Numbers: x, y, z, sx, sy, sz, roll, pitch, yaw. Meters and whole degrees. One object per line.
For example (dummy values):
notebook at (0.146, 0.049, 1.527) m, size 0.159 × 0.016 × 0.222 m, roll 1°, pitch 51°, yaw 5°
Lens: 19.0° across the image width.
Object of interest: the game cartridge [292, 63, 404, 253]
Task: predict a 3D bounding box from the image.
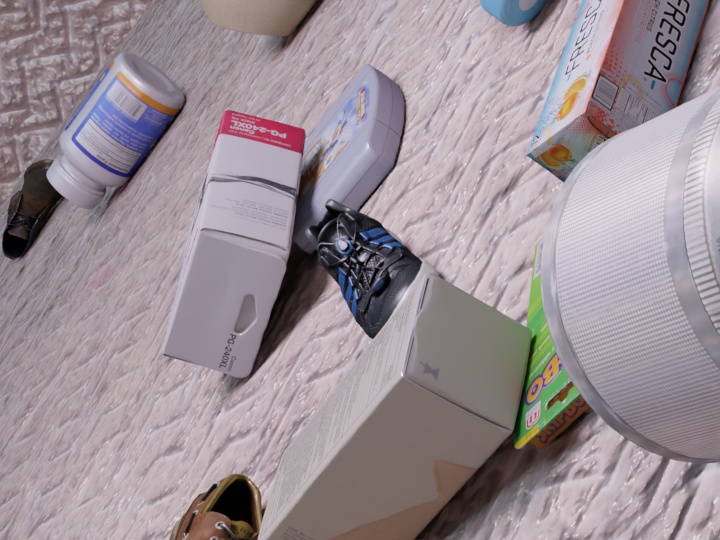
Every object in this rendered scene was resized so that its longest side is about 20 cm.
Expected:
game cartridge at (-0.012, -0.109, 1.952) m, size 0.134 × 0.041 × 0.200 m, roll -55°, pitch 15°, yaw 22°

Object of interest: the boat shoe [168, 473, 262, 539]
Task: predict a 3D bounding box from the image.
boat shoe at (-0.104, 0.205, 1.542) m, size 0.068 × 0.072 × 0.200 m, roll -53°, pitch 16°, yaw 14°

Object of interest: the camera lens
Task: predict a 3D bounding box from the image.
camera lens at (0.185, -0.005, 0.941) m, size 0.200 × 0.159 × 0.161 m, roll -25°, pitch 34°, yaw 61°

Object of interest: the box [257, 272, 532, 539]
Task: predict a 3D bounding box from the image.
box at (0.018, 0.105, 1.319) m, size 0.200 × 0.077 × 0.095 m, roll -52°, pitch 15°, yaw 43°

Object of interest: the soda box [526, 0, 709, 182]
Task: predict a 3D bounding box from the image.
soda box at (0.175, -0.142, 1.412) m, size 0.068 × 0.063 × 0.201 m, roll -36°, pitch 25°, yaw 50°

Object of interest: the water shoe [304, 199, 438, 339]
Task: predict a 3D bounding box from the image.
water shoe at (0.000, 0.000, 1.620) m, size 0.072 × 0.079 × 0.200 m, roll -55°, pitch 16°, yaw 3°

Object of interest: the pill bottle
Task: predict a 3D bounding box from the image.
pill bottle at (-0.337, -0.185, 2.913) m, size 0.201 × 0.112 × 0.112 m, roll -52°, pitch 16°, yaw 16°

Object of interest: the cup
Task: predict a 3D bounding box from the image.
cup at (-0.119, -0.357, 2.520) m, size 0.200 × 0.198 × 0.145 m, roll -111°, pitch 30°, yaw -71°

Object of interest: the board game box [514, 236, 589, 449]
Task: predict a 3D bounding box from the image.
board game box at (0.134, 0.021, 1.283) m, size 0.096 × 0.030 × 0.201 m, roll -47°, pitch 16°, yaw 34°

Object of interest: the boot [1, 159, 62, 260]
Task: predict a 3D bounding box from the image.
boot at (-0.501, -0.093, 3.319) m, size 0.200 × 0.074 × 0.098 m, roll 134°, pitch 151°, yaw -56°

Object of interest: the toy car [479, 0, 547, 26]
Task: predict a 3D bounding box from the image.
toy car at (0.138, -0.323, 1.786) m, size 0.199 × 0.184 × 0.178 m, roll -18°, pitch -44°, yaw -39°

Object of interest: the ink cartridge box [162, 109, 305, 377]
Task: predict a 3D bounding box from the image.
ink cartridge box at (-0.110, -0.025, 1.907) m, size 0.201 × 0.083 × 0.146 m, roll -84°, pitch 11°, yaw -56°
